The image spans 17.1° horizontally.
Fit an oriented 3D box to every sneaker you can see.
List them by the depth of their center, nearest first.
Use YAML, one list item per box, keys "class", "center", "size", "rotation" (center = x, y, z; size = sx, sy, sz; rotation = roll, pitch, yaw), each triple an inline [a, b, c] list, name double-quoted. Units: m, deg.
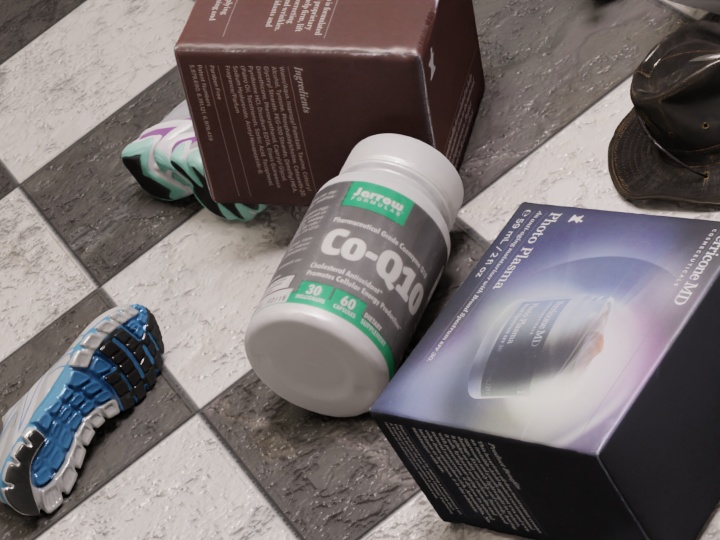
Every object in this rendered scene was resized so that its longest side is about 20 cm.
- class: "sneaker"
  center: [-0.236, 0.102, 1.888]
  size: [0.087, 0.075, 0.200]
  rotation: [2, 47, 50]
- class: "sneaker"
  center: [-0.109, -0.121, 2.055]
  size: [0.140, 0.078, 0.200]
  rotation: [-47, 35, -18]

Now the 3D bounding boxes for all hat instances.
- class: "hat"
  center: [0.259, -0.135, 1.749]
  size: [0.200, 0.081, 0.201]
  rotation: [-22, 34, 16]

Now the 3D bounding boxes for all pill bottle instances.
- class: "pill bottle"
  center: [0.000, 0.000, 1.771]
  size: [0.113, 0.113, 0.200]
  rotation: [-7, 42, 35]

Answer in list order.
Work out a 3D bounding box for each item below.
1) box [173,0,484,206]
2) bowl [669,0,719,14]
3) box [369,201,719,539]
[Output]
- class: "box"
  center: [-0.021, -0.161, 1.900]
  size: [0.199, 0.165, 0.166]
  rotation: [3, 44, 16]
- class: "bowl"
  center: [0.299, -0.265, 1.831]
  size: [0.199, 0.075, 0.200]
  rotation: [14, 52, 6]
- class: "box"
  center: [0.151, 0.068, 1.545]
  size: [0.198, 0.123, 0.200]
  rotation: [8, 51, 44]
